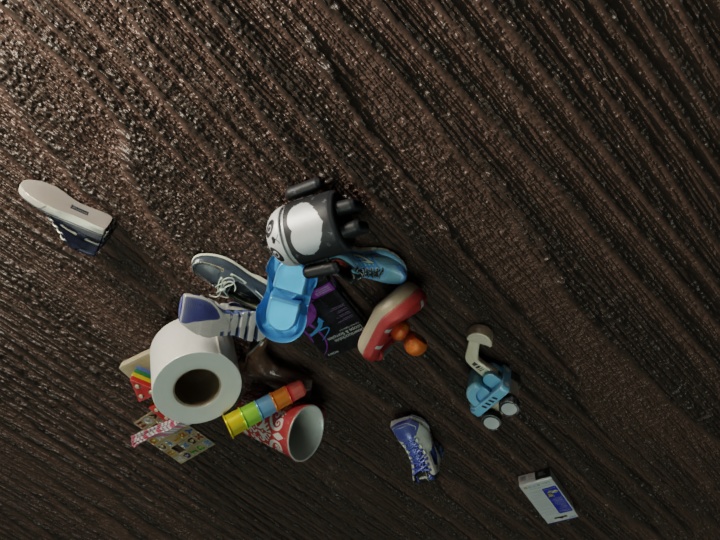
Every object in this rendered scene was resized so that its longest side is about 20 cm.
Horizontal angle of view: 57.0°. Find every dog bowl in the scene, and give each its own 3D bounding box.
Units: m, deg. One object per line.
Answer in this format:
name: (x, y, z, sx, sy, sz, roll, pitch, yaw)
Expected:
dog bowl: (-0.152, 0.048, 1.392, 0.109, 0.050, 0.204, 16, 104, 1)

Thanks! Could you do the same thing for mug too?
mug: (-0.194, 0.378, 1.641, 0.197, 0.136, 0.177, 9, 169, 35)

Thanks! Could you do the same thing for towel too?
towel: (-0.485, 0.409, 1.730, 0.197, 0.145, 0.031, -26, 78, 28)

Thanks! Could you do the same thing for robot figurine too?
robot figurine: (-0.086, -0.081, 1.274, 0.196, 0.153, 0.125, -14, 139, 19)

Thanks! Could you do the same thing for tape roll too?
tape roll: (-0.379, 0.226, 1.518, 0.198, 0.140, 0.207, -9, 122, -15)

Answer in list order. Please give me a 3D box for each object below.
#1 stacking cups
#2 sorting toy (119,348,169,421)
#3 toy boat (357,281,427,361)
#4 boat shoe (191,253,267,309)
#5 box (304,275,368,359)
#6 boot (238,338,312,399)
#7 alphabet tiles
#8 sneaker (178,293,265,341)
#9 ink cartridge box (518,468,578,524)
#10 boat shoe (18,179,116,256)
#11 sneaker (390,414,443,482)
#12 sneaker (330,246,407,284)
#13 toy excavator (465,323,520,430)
stacking cups: (-0.221, 0.313, 1.538, 0.197, 0.061, 0.061, -28, 129, -15)
sorting toy: (-0.484, 0.289, 1.675, 0.197, 0.070, 0.200, -24, 122, 26)
toy boat: (0.087, 0.126, 1.394, 0.130, 0.130, 0.202, 38, 132, 15)
boat shoe: (-0.278, 0.031, 1.436, 0.197, 0.062, 0.075, 30, 129, -15)
box: (-0.072, 0.104, 1.482, 0.141, 0.036, 0.201, -25, 122, 26)
boot: (-0.184, 0.232, 1.584, 0.198, 0.065, 0.187, 30, 140, -11)
alphabet tiles: (-0.532, 0.465, 1.867, 0.166, 0.008, 0.200, -32, 118, 30)
sneaker: (-0.306, 0.106, 1.452, 0.196, 0.115, 0.082, 16, 87, -24)
ink cartridge box: (0.514, 0.619, 1.811, 0.093, 0.037, 0.201, -23, 120, 24)
boat shoe: (-0.615, -0.102, 1.371, 0.197, 0.075, 0.093, 29, 120, -16)
sneaker: (0.154, 0.466, 1.679, 0.079, 0.116, 0.200, -24, 123, 22)
sneaker: (0.000, 0.000, 1.349, 0.195, 0.091, 0.079, 14, 131, -6)
toy excavator: (0.283, 0.238, 1.507, 0.198, 0.101, 0.195, 34, 125, -8)
